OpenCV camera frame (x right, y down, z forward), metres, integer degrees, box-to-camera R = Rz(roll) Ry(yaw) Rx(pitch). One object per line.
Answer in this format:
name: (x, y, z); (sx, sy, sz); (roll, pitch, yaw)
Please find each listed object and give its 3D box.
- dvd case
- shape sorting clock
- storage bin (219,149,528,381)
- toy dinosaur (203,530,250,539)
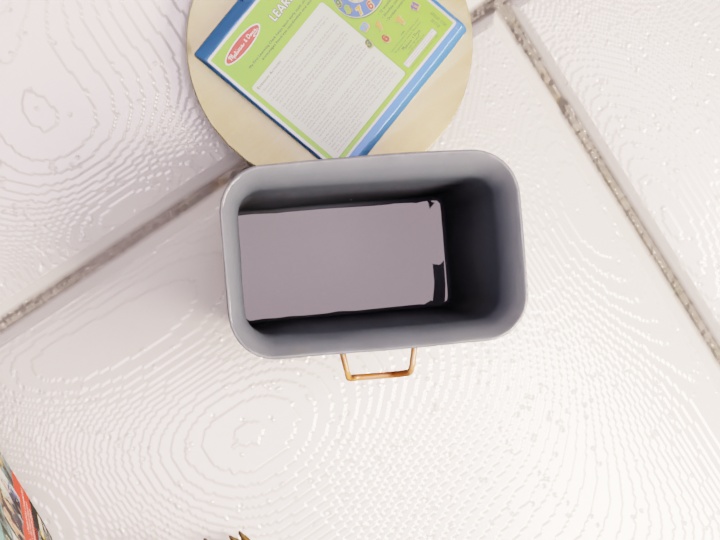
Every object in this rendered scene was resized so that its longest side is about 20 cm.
dvd case: (-0.238, 0.145, 1.620); (0.022, 0.146, 0.201); (-25, 124, 0)
shape sorting clock: (-0.021, -0.157, 1.760); (0.199, 0.039, 0.201); (0, 89, -9)
storage bin: (0.000, 0.000, 1.712); (0.199, 0.134, 0.146); (-5, 89, -10)
toy dinosaur: (-0.100, 0.237, 1.736); (0.199, 0.060, 0.107); (29, 108, -3)
